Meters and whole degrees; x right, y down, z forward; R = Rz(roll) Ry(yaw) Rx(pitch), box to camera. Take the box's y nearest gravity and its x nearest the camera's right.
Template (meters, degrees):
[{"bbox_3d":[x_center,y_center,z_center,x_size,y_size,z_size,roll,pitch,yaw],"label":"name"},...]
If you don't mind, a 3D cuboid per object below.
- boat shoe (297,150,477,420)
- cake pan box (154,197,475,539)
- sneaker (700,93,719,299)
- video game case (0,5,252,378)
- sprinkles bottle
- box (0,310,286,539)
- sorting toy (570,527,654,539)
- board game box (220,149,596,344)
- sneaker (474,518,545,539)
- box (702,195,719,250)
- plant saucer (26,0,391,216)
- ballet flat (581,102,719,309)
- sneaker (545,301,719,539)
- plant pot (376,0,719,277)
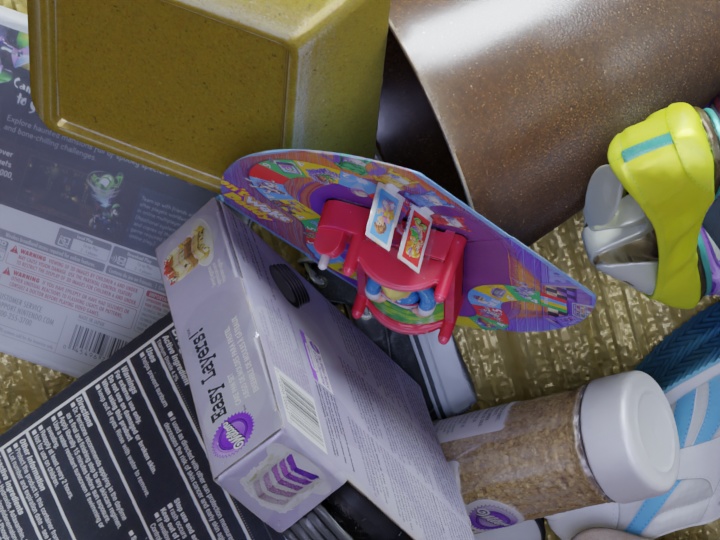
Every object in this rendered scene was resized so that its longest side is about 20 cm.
[{"bbox_3d":[0.000,0.000,1.633,0.071,0.072,0.200,-22,103,-1],"label":"boat shoe"},{"bbox_3d":[-0.017,0.082,1.513,0.052,0.200,0.184,-38,127,15],"label":"cake pan box"},{"bbox_3d":[0.217,-0.078,1.615,0.080,0.083,0.200,17,102,-4],"label":"sneaker"},{"bbox_3d":[-0.162,-0.037,1.649,0.200,0.023,0.182,19,102,-4],"label":"video game case"},{"bbox_3d":[0.071,0.107,1.622,0.200,0.068,0.068,-15,103,29],"label":"sprinkles bottle"},{"bbox_3d":[-0.099,0.158,1.587,0.198,0.123,0.200,-35,58,12],"label":"box"},{"bbox_3d":[0.194,0.248,1.633,0.200,0.036,0.186,16,70,-27],"label":"sorting toy"},{"bbox_3d":[0.016,0.003,1.513,0.200,0.158,0.039,34,66,-35],"label":"board game box"},{"bbox_3d":[0.038,0.202,1.648,0.200,0.080,0.074,-46,104,-19],"label":"sneaker"},{"bbox_3d":[0.295,-0.023,1.510,0.104,0.200,0.182,24,111,-31],"label":"box"},{"bbox_3d":[-0.089,-0.108,1.516,0.200,0.049,0.200,20,145,10],"label":"plant saucer"},{"bbox_3d":[0.147,-0.028,1.537,0.067,0.200,0.067,-18,69,-5],"label":"ballet flat"},{"bbox_3d":[0.188,0.086,1.658,0.200,0.077,0.081,-42,104,15],"label":"sneaker"},{"bbox_3d":[0.108,-0.120,1.568,0.200,0.187,0.187,-25,102,-9],"label":"plant pot"}]
